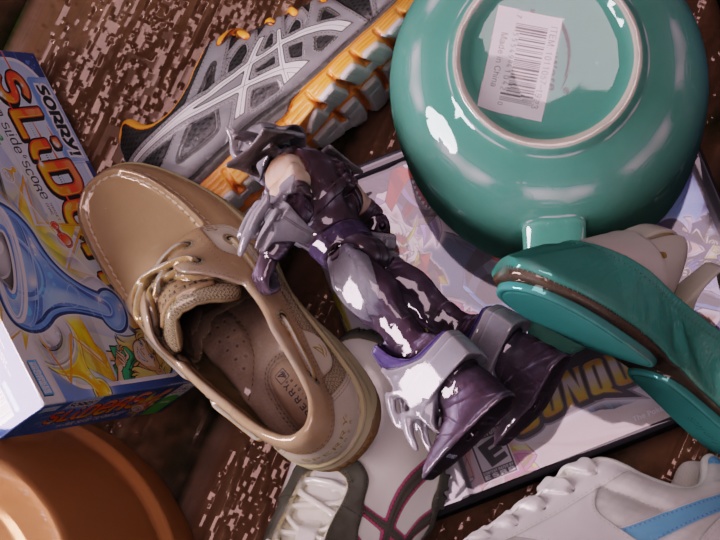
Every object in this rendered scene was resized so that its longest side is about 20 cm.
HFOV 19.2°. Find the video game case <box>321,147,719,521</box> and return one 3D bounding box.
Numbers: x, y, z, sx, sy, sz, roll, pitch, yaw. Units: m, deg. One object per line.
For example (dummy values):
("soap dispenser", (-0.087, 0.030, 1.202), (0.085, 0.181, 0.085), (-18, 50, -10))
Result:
("video game case", (0.090, 0.007, 1.064), (0.199, 0.026, 0.181), (-22, 77, 2))

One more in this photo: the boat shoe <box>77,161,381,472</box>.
("boat shoe", (-0.071, 0.013, 0.996), (0.200, 0.064, 0.071), (42, 99, 27))

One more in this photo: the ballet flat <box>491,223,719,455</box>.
("ballet flat", (0.135, 0.020, 0.967), (0.067, 0.200, 0.071), (11, 72, 50))

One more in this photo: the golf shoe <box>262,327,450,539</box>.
("golf shoe", (-0.010, 0.125, 1.006), (0.077, 0.088, 0.201), (6, 85, 24))

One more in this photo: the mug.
("mug", (0.098, -0.073, 1.007), (0.152, 0.114, 0.185), (-34, 78, -2))

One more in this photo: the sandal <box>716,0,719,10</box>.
("sandal", (0.217, -0.111, 1.061), (0.075, 0.045, 0.201), (-19, 78, 1))

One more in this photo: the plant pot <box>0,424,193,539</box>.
("plant pot", (-0.184, 0.156, 1.009), (0.199, 0.140, 0.201), (-1, 79, 5))

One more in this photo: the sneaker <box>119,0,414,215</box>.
("sneaker", (-0.039, -0.098, 1.075), (0.200, 0.078, 0.077), (-41, 73, -1))

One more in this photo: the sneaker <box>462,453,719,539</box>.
("sneaker", (0.090, 0.133, 1.000), (0.199, 0.077, 0.081), (-4, 75, -20))

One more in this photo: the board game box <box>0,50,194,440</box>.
("board game box", (-0.169, -0.018, 1.043), (0.034, 0.135, 0.200), (-35, 77, 25))

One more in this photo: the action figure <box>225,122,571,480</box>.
("action figure", (0.000, 0.000, 0.981), (0.200, 0.130, 0.069), (47, 113, 22))
